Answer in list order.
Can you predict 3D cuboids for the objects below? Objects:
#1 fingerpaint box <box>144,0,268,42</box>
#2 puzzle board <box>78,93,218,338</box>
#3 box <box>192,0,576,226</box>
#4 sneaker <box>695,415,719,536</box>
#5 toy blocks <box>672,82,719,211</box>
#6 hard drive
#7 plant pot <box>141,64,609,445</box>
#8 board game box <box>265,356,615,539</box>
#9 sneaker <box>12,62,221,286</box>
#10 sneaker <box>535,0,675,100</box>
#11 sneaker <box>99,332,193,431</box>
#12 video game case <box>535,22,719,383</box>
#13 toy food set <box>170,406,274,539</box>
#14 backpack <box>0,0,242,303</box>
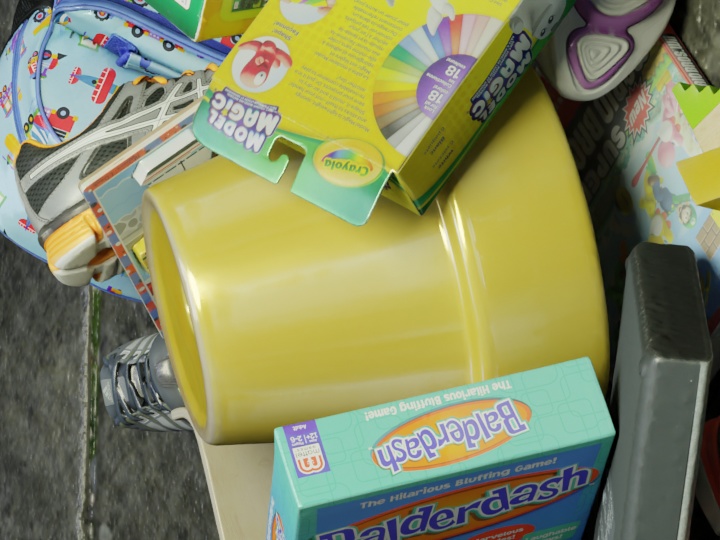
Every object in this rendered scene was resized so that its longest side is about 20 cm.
[{"bbox_3d":[-0.017,-0.223,1.444,0.073,0.167,0.200,40,129,36],"label":"fingerpaint box"},{"bbox_3d":[-0.038,-0.057,1.516,0.017,0.200,0.151,50,171,31],"label":"puzzle board"},{"bbox_3d":[0.021,-0.113,1.375,0.117,0.048,0.200,29,74,31],"label":"box"},{"bbox_3d":[0.206,0.129,1.294,0.082,0.077,0.200,-48,51,37],"label":"sneaker"},{"bbox_3d":[0.229,-0.042,1.262,0.137,0.100,0.200,-46,51,32],"label":"toy blocks"},{"bbox_3d":[0.129,0.103,1.362,0.140,0.033,0.200,-83,-2,-68],"label":"hard drive"},{"bbox_3d":[0.000,0.000,1.449,0.201,0.189,0.201,167,90,-79],"label":"plant pot"},{"bbox_3d":[0.032,0.119,1.424,0.200,0.152,0.045,96,159,-61],"label":"board game box"},{"bbox_3d":[-0.089,-0.073,1.541,0.077,0.200,0.078,52,160,22],"label":"sneaker"},{"bbox_3d":[0.104,-0.170,1.461,0.100,0.075,0.200,-27,53,52],"label":"sneaker"},{"bbox_3d":[-0.107,0.066,1.691,0.200,0.081,0.074,79,179,-84],"label":"sneaker"},{"bbox_3d":[0.134,-0.037,1.459,0.143,0.017,0.200,-60,43,35],"label":"video game case"},{"bbox_3d":[-0.013,0.156,1.564,0.060,0.143,0.200,128,133,-55],"label":"toy food set"},{"bbox_3d":[-0.116,-0.091,1.639,0.135,0.183,0.200,-50,16,50],"label":"backpack"}]
